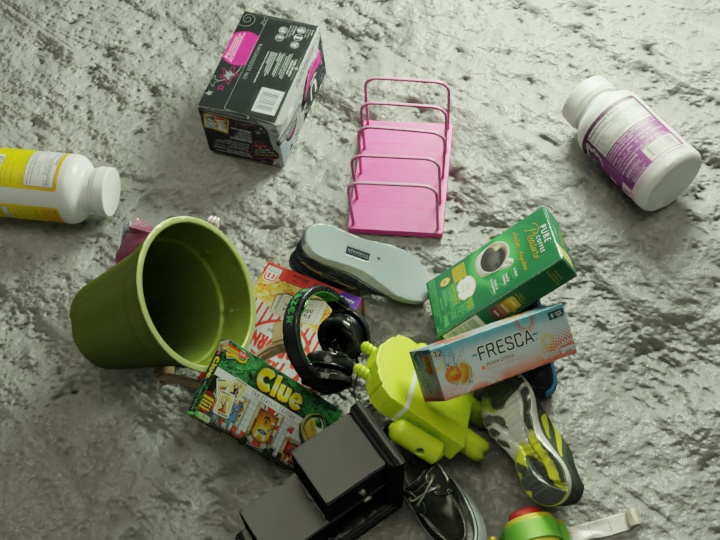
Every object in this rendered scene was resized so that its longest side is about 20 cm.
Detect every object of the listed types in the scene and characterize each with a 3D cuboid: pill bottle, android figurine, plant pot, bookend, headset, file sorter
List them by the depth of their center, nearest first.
[{"bbox_3d":[-0.053,0.274,1.334,0.199,0.200,0.092,-32,67,-15],"label":"bookend"},{"bbox_3d":[0.079,0.159,1.425,0.200,0.041,0.182,33,35,-11],"label":"android figurine"},{"bbox_3d":[-0.020,0.106,1.446,0.094,0.200,0.124,-9,42,36],"label":"headset"},{"bbox_3d":[-0.272,0.052,1.453,0.190,0.200,0.200,-18,52,35],"label":"plant pot"},{"bbox_3d":[0.386,-0.189,1.629,0.112,0.112,0.200,-31,61,-13],"label":"pill bottle"},{"bbox_3d":[0.058,-0.168,1.637,0.139,0.126,0.200,4,59,7],"label":"file sorter"},{"bbox_3d":[-0.464,-0.125,1.673,0.199,0.104,0.104,6,60,8],"label":"pill bottle"}]

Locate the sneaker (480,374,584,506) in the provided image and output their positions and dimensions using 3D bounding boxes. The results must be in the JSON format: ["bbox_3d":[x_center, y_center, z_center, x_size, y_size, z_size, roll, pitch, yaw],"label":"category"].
[{"bbox_3d":[0.216,0.216,1.419,0.074,0.085,0.200,-34,53,19],"label":"sneaker"}]

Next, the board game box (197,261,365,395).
[{"bbox_3d":[-0.105,0.102,1.536,0.151,0.046,0.200,21,63,17],"label":"board game box"}]

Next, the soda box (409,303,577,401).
[{"bbox_3d":[0.165,0.101,1.397,0.200,0.064,0.069,-17,90,-23],"label":"soda box"}]

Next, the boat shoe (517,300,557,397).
[{"bbox_3d":[0.211,0.073,1.505,0.068,0.084,0.200,-11,57,3],"label":"boat shoe"}]

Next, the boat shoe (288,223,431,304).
[{"bbox_3d":[0.000,0.000,1.580,0.200,0.091,0.071,25,61,-12],"label":"boat shoe"}]

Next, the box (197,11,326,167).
[{"bbox_3d":[-0.146,-0.278,1.730,0.132,0.115,0.200,14,63,12],"label":"box"}]

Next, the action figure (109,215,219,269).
[{"bbox_3d":[-0.252,0.004,1.559,0.200,0.134,0.149,19,63,19],"label":"action figure"}]

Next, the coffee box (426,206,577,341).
[{"bbox_3d":[0.183,0.012,1.486,0.200,0.044,0.123,-35,32,18],"label":"coffee box"}]

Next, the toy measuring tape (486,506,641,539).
[{"bbox_3d":[0.244,0.314,1.363,0.200,0.074,0.074,-13,59,-2],"label":"toy measuring tape"}]

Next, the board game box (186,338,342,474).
[{"bbox_3d":[-0.116,0.178,1.415,0.023,0.200,0.105,-5,56,51],"label":"board game box"}]

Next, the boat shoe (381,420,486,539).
[{"bbox_3d":[0.079,0.271,1.394,0.072,0.071,0.200,-43,56,7],"label":"boat shoe"}]

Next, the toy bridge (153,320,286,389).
[{"bbox_3d":[-0.180,0.121,1.474,0.200,0.027,0.067,-16,47,17],"label":"toy bridge"}]
